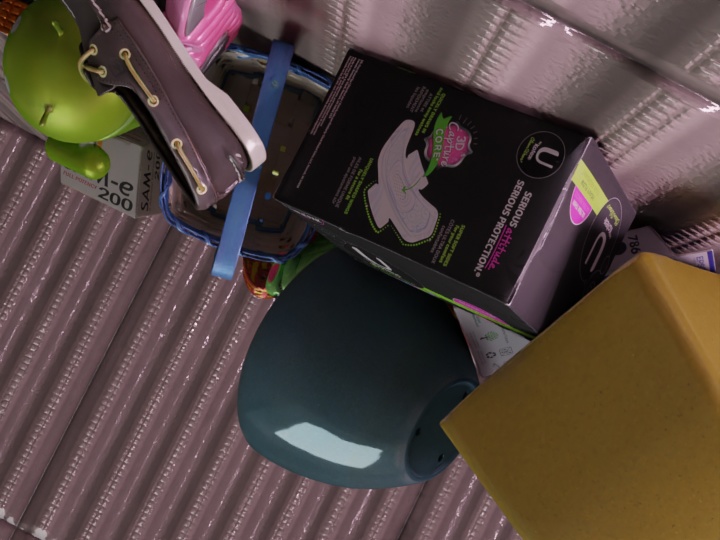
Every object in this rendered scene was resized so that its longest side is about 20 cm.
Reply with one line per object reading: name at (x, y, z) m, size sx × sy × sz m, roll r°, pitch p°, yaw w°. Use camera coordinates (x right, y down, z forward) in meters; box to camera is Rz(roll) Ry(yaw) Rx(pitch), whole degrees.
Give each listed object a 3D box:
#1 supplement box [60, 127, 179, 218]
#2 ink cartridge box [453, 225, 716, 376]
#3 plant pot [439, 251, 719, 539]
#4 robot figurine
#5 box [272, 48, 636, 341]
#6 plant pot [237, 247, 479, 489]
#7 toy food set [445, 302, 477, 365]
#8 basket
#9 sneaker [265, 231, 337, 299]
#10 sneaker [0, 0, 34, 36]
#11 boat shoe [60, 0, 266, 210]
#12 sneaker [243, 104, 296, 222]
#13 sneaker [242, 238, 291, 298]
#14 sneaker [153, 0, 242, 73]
supplement box at (-0.181, -0.114, 1.308) m, size 0.125 × 0.075 × 0.199 m, roll 23°, pitch -156°, yaw 39°
ink cartridge box at (0.175, 0.022, 1.018) m, size 0.197 × 0.040 × 0.100 m, roll -12°, pitch 139°, yaw 12°
plant pot at (0.213, 0.137, 0.909) m, size 0.193 × 0.195 × 0.201 m, roll 11°, pitch -137°, yaw -52°
robot figurine at (-0.206, -0.165, 1.040) m, size 0.114 × 0.178 × 0.200 m, roll 11°, pitch -165°, yaw 9°
box at (0.070, -0.046, 0.931) m, size 0.199 × 0.125 × 0.148 m, roll 26°, pitch 175°, yaw 30°
plant pot at (0.018, 0.096, 1.060) m, size 0.134 × 0.201 × 0.200 m, roll 30°, pitch 177°, yaw 34°
toy food set at (0.138, 0.056, 1.161) m, size 0.198 × 0.049 × 0.198 m, roll 25°, pitch 165°, yaw -13°
basket at (-0.086, -0.088, 1.041) m, size 0.137 × 0.179 × 0.200 m, roll 17°, pitch -176°, yaw -10°
sneaker at (0.000, 0.000, 1.135) m, size 0.076 × 0.085 × 0.199 m, roll -13°, pitch -177°, yaw 42°
sneaker at (-0.320, -0.258, 1.201) m, size 0.199 × 0.076 × 0.092 m, roll 33°, pitch -175°, yaw 23°
boat shoe at (-0.145, -0.130, 0.852) m, size 0.202 × 0.061 × 0.072 m, roll 50°, pitch 164°, yaw -14°
sneaker at (-0.044, -0.074, 1.191) m, size 0.198 × 0.106 × 0.076 m, roll 20°, pitch -165°, yaw -6°
sneaker at (-0.067, -0.042, 1.255) m, size 0.072 × 0.201 × 0.078 m, roll 4°, pitch 135°, yaw 9°
sneaker at (-0.138, -0.188, 0.922) m, size 0.095 × 0.079 × 0.200 m, roll 34°, pitch 163°, yaw 1°
